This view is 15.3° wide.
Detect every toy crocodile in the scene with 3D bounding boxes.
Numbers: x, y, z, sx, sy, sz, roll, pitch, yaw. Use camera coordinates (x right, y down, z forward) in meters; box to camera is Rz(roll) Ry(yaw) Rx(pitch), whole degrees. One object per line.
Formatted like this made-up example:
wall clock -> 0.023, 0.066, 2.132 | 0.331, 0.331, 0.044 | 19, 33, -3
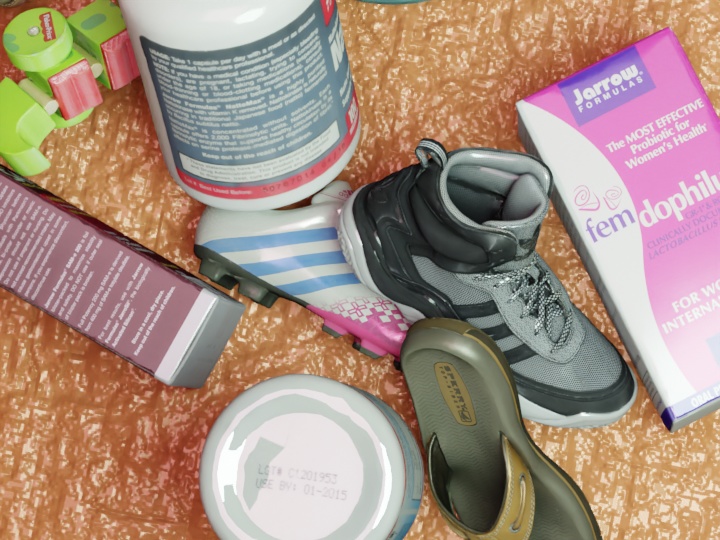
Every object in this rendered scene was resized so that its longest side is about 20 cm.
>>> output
toy crocodile -> -0.142, -0.135, 1.556 | 0.200, 0.068, 0.062 | -40, 53, -19

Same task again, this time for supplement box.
supplement box -> 0.175, -0.022, 1.519 | 0.101, 0.103, 0.201 | -27, 81, 1
supplement box -> -0.171, -0.006, 1.550 | 0.199, 0.109, 0.061 | 29, 90, 7

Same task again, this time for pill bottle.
pill bottle -> -0.071, -0.141, 1.490 | 0.119, 0.200, 0.120 | -6, 47, 6
pill bottle -> -0.022, 0.115, 1.477 | 0.108, 0.200, 0.109 | -1, 85, 6

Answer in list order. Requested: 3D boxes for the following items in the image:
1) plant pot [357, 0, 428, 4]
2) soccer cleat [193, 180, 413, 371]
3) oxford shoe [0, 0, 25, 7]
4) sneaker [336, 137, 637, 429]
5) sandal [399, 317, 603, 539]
plant pot -> 0.014, -0.272, 1.504 | 0.199, 0.188, 0.201 | -1, 79, 4
soccer cleat -> 0.000, 0.000, 1.550 | 0.199, 0.070, 0.087 | 26, 88, 8
oxford shoe -> -0.278, -0.220, 1.587 | 0.200, 0.074, 0.071 | 40, 126, 14
sneaker -> 0.087, 0.006, 1.481 | 0.200, 0.114, 0.076 | 37, 53, -6
sandal -> 0.073, 0.117, 1.500 | 0.081, 0.055, 0.201 | -5, 124, 31
